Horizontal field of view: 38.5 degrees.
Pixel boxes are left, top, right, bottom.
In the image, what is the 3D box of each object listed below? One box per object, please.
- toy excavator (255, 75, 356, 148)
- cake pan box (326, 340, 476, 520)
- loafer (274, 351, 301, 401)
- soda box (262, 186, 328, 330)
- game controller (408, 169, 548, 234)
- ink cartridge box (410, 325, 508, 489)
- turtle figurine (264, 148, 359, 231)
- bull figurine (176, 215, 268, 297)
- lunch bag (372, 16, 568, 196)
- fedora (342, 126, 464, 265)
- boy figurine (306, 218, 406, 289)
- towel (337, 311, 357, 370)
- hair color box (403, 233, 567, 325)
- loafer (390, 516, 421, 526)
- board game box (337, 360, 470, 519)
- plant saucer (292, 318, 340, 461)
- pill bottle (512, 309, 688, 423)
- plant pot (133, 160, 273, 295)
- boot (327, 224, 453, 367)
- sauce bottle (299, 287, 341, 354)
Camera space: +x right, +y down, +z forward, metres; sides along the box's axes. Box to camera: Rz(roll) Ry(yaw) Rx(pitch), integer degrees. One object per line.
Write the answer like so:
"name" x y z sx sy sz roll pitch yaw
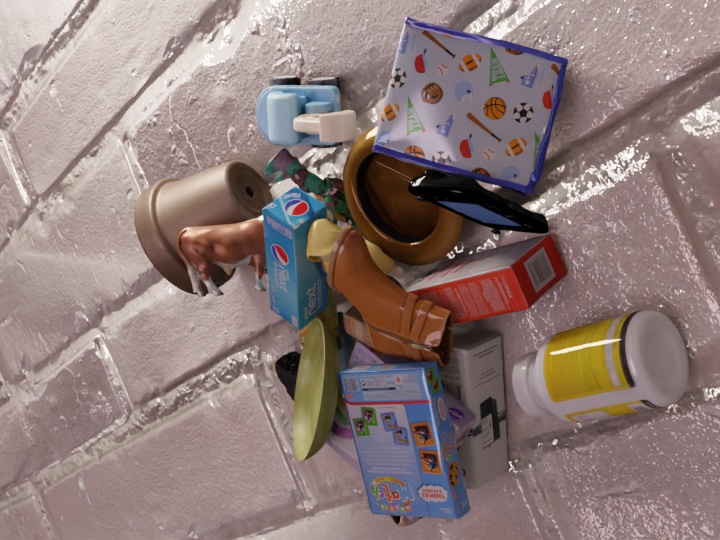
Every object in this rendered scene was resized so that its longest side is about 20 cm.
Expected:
"toy excavator" -0.074 -0.210 1.437 0.192 0.200 0.101 4 108 20
"cake pan box" 0.049 0.217 1.419 0.200 0.052 0.186 40 127 23
"loafer" -0.071 0.195 1.648 0.200 0.068 0.071 31 146 53
"soda box" -0.089 -0.015 1.457 0.064 0.068 0.202 32 143 27
"game controller" 0.147 -0.077 1.255 0.104 0.199 0.043 20 92 42
"ink cartridge box" 0.124 0.185 1.440 0.146 0.082 0.203 9 109 44
"turtle figurine" -0.048 -0.093 1.517 0.200 0.101 0.150 43 166 13
"bull figurine" -0.179 -0.027 1.573 0.065 0.197 0.123 -72 -24 -88
"lunch bag" 0.137 -0.194 1.243 0.198 0.124 0.172 16 98 18
"fedora" 0.070 -0.108 1.398 0.199 0.081 0.203 16 118 33
"boy figurine" 0.000 0.000 1.422 0.123 0.200 0.065 -3 57 38
"towel" 0.005 0.151 1.539 0.200 0.021 0.149 -153 55 -67
"hair color box" 0.156 0.018 1.334 0.199 0.101 0.062 -14 105 48
"loafer" 0.032 0.301 1.589 0.201 0.062 0.072 55 134 18
"board game box" 0.056 0.224 1.359 0.150 0.036 0.203 -8 97 41
"plant saucer" -0.061 0.170 1.461 0.200 0.031 0.203 -172 90 -77
"pill bottle" 0.281 0.121 1.235 0.199 0.111 0.113 -21 88 47
"plant pot" -0.237 -0.089 1.668 0.174 0.200 0.202 -32 80 28
"boot" 0.044 0.035 1.316 0.153 0.074 0.201 19 145 29
"sauce bottle" -0.074 0.027 1.585 0.066 0.065 0.203 -26 70 47
